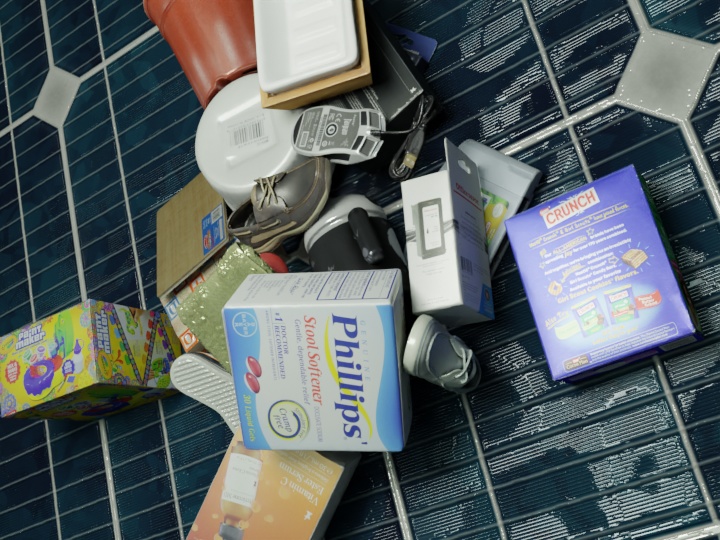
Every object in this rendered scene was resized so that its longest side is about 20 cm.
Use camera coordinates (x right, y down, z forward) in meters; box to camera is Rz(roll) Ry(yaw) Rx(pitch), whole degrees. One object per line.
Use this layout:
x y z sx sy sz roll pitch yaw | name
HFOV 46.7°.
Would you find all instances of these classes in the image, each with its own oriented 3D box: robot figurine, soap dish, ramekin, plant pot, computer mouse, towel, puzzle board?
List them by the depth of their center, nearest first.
-0.125 0.076 1.055 0.200 0.037 0.148 44 109 -8 | towel
0.001 -0.171 1.062 0.196 0.044 0.112 9 77 31 | computer mouse
0.002 -0.001 1.087 0.150 0.123 0.204 -38 62 33 | robot figurine
-0.061 -0.316 1.091 0.154 0.081 0.205 -13 71 19 | soap dish
-0.139 -0.178 1.183 0.196 0.098 0.206 -7 70 20 | ramekin
-0.202 -0.349 1.263 0.198 0.200 0.199 -30 75 20 | plant pot
-0.259 -0.067 1.286 0.150 0.017 0.202 -37 41 20 | puzzle board

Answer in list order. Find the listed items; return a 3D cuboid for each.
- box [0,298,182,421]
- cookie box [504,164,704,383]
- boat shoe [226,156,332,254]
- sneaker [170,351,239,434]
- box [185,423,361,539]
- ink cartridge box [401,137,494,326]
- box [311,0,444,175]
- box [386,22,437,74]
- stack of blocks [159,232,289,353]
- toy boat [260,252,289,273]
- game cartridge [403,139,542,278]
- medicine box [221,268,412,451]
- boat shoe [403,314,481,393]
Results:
-0.405 0.142 1.264 0.196 0.192 0.125 -20 71 24 | box
0.280 0.007 0.973 0.168 0.075 0.205 -22 70 24 | cookie box
-0.110 -0.084 1.085 0.199 0.072 0.076 -38 47 41 | boat shoe
-0.176 0.181 1.201 0.198 0.079 0.079 37 98 4 | sneaker
-0.113 0.301 1.095 0.150 0.106 0.204 26 93 13 | box
0.106 -0.043 1.019 0.066 0.115 0.205 -11 73 26 | ink cartridge box
0.003 -0.258 1.146 0.141 0.078 0.202 -40 63 21 | box
0.018 -0.259 1.202 0.120 0.032 0.203 27 93 31 | box
-0.201 0.019 1.251 0.199 0.058 0.116 -42 63 15 | stack of blocks
-0.095 0.068 1.151 0.129 0.129 0.204 0 115 55 | toy boat
0.137 -0.064 1.093 0.132 0.040 0.203 29 95 34 | game cartridge
-0.044 0.105 0.976 0.195 0.103 0.187 -2 109 12 | medicine box
0.105 0.104 0.984 0.070 0.201 0.072 16 80 22 | boat shoe
